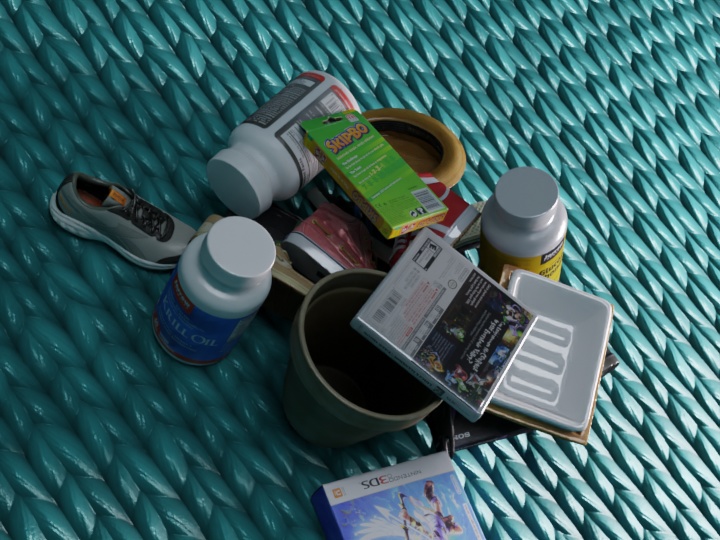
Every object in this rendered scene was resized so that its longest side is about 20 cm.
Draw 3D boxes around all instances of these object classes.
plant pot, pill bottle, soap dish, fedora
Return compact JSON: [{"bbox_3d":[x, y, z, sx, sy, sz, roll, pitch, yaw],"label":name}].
[{"bbox_3d":[-0.012,0.125,1.535,0.200,0.174,0.200,14,54,-19],"label":"plant pot"},{"bbox_3d":[-0.100,-0.164,1.668,0.116,0.116,0.200,43,61,6],"label":"pill bottle"},{"bbox_3d":[0.213,-0.045,1.681,0.112,0.200,0.112,-2,58,3],"label":"pill bottle"},{"bbox_3d":[0.227,0.110,1.619,0.157,0.081,0.200,20,64,-6],"label":"soap dish"},{"bbox_3d":[-0.171,0.022,1.512,0.112,0.200,0.112,12,55,-17],"label":"pill bottle"},{"bbox_3d":[0.045,-0.143,1.780,0.200,0.082,0.201,2,46,-2],"label":"fedora"}]

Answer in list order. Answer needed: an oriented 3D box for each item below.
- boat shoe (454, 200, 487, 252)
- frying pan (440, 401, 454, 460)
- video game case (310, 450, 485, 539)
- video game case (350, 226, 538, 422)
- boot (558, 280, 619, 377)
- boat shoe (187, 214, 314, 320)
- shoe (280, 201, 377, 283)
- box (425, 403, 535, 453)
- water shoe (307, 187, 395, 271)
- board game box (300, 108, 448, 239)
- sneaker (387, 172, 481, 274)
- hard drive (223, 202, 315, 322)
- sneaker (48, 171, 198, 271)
[{"bbox_3d":[0.110,-0.049,1.782,0.200,0.062,0.075,-13,70,-15],"label":"boat shoe"},{"bbox_3d":[0.119,0.127,1.594,0.031,0.115,0.190,-6,67,-51],"label":"frying pan"},{"bbox_3d":[0.060,0.330,1.520,0.181,0.045,0.200,-11,65,-29],"label":"video game case"},{"bbox_3d":[0.103,0.060,1.512,0.182,0.023,0.200,38,44,0],"label":"video game case"},{"bbox_3d":[0.235,0.083,1.749,0.165,0.066,0.200,-24,70,-29],"label":"boot"},{"bbox_3d":[-0.115,-0.004,1.591,0.200,0.071,0.065,32,53,-2],"label":"boat shoe"},{"bbox_3d":[0.000,0.000,1.635,0.200,0.071,0.091,40,61,3],"label":"shoe"},{"bbox_3d":[0.140,0.128,1.660,0.143,0.036,0.200,-13,73,-13],"label":"box"},{"bbox_3d":[0.021,-0.061,1.718,0.200,0.072,0.079,37,83,8],"label":"water shoe"},{"bbox_3d":[0.013,-0.125,1.599,0.096,0.030,0.200,-20,60,-36],"label":"board game box"},{"bbox_3d":[0.060,-0.049,1.630,0.112,0.071,0.200,43,51,2],"label":"sneaker"},{"bbox_3d":[-0.098,-0.009,1.671,0.200,0.038,0.140,27,52,-6],"label":"hard drive"},{"bbox_3d":[-0.286,-0.062,1.591,0.200,0.079,0.074,21,51,-13],"label":"sneaker"}]
